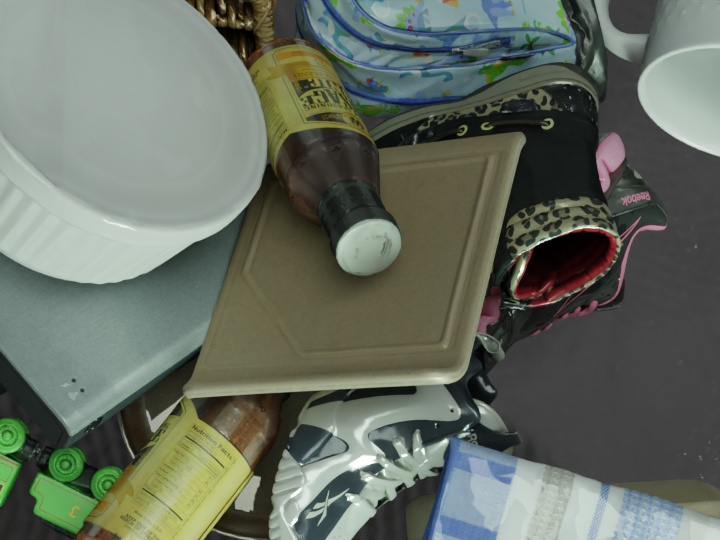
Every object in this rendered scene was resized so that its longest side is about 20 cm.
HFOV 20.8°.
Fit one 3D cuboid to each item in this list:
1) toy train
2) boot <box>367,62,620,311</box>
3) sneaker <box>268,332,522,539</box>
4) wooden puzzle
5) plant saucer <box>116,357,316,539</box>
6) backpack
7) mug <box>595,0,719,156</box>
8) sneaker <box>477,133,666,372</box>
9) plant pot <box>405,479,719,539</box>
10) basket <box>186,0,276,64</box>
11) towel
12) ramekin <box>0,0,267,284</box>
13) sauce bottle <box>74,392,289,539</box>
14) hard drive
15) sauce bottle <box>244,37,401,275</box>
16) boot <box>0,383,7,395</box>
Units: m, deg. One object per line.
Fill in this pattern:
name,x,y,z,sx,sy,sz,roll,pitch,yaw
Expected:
toy train,-0.238,0.115,1.243,0.199,0.042,0.057,26,85,-1
boot,0.067,-0.036,1.246,0.203,0.074,0.154,-24,43,16
sneaker,0.029,0.115,1.212,0.129,0.080,0.200,12,65,22
wooden puzzle,0.000,0.000,1.188,0.184,0.037,0.200,-5,47,29
plant saucer,-0.061,0.078,1.282,0.199,0.032,0.201,2,76,-9
backpack,0.054,-0.179,1.315,0.199,0.154,0.164,-13,69,2
mug,0.256,-0.187,1.350,0.199,0.148,0.176,7,64,24
sneaker,0.132,0.007,1.308,0.095,0.079,0.200,43,78,-19
plant pot,0.147,0.221,1.204,0.199,0.177,0.201,-2,76,-9
basket,-0.154,-0.164,1.269,0.199,0.143,0.150,3,75,-8
towel,0.126,0.189,1.105,0.199,0.024,0.147,18,74,-2
ramekin,-0.164,-0.084,1.175,0.202,0.094,0.203,21,49,-26
sauce bottle,-0.095,0.112,1.213,0.066,0.066,0.200,38,65,2
hard drive,-0.152,0.004,1.225,0.140,0.033,0.200,47,54,11
sauce bottle,-0.022,-0.070,1.197,0.066,0.066,0.200,-14,40,-12
boot,-0.311,0.015,1.213,0.200,0.069,0.174,-14,62,-39
